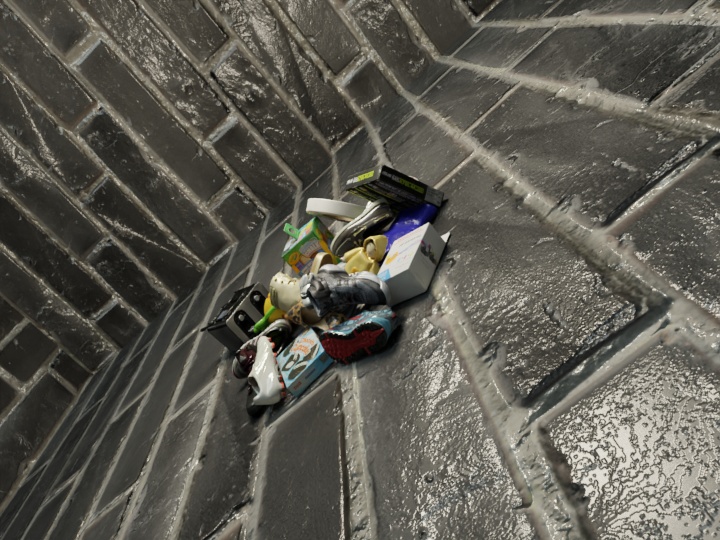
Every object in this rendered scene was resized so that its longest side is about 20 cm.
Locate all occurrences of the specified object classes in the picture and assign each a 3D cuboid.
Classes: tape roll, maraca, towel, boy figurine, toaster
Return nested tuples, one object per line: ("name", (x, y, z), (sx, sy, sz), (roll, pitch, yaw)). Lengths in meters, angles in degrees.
("tape roll", (-0.053, -0.161, 1.721), (0.202, 0.199, 0.038), (-171, 92, -68))
("maraca", (-0.219, 0.104, 1.728), (0.200, 0.107, 0.137), (-44, -13, 14))
("towel", (0.095, -0.085, 1.561), (0.147, 0.050, 0.201), (-17, 32, 56))
("boy figurine", (0.000, 0.000, 1.491), (0.200, 0.125, 0.064), (-48, -29, 25))
("toaster", (-0.375, 0.148, 1.951), (0.198, 0.119, 0.182), (-18, 30, 52))

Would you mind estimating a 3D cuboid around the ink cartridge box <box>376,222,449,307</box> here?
("ink cartridge box", (0.113, -0.026, 1.359), (0.114, 0.068, 0.201), (-27, 24, 41))

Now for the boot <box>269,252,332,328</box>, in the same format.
("boot", (-0.154, 0.029, 1.576), (0.072, 0.154, 0.204), (-14, -56, -52))

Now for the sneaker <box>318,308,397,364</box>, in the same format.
("sneaker", (0.001, 0.130, 1.279), (0.198, 0.080, 0.095), (-18, 15, 42))

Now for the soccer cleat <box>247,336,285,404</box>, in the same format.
("soccer cleat", (-0.226, 0.226, 1.436), (0.076, 0.070, 0.201), (-11, 38, -12))

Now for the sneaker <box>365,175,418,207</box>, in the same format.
("sneaker", (0.089, -0.195, 1.783), (0.199, 0.077, 0.085), (-42, 23, 6))

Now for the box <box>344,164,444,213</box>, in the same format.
("box", (0.085, -0.204, 1.616), (0.192, 0.197, 0.049), (1, 72, 64))

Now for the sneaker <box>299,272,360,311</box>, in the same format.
("sneaker", (-0.041, 0.054, 1.414), (0.195, 0.076, 0.082), (-3, 50, -5))

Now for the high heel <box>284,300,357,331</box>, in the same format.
("high heel", (-0.109, 0.121, 1.446), (0.196, 0.073, 0.143), (-11, 26, 21))

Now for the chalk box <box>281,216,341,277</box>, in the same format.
("chalk box", (-0.137, -0.060, 1.762), (0.123, 0.200, 0.125), (-37, 19, 17))

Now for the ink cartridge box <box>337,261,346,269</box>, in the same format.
("ink cartridge box", (-0.073, 0.042, 1.638), (0.199, 0.050, 0.109), (-39, 18, 13))

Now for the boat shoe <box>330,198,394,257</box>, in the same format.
("boat shoe", (0.004, -0.100, 1.627), (0.201, 0.071, 0.061), (-42, 61, 16))

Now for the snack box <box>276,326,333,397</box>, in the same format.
("snack box", (-0.131, 0.203, 1.428), (0.116, 0.037, 0.200), (-44, 17, -3))

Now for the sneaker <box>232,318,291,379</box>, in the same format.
("sneaker", (-0.258, 0.208, 1.633), (0.199, 0.074, 0.087), (-42, 11, -9))

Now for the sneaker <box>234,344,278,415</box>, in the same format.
("sneaker", (-0.266, 0.250, 1.490), (0.075, 0.116, 0.201), (-37, 19, 17))

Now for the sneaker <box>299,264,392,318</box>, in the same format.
("sneaker", (-0.035, 0.055, 1.298), (0.197, 0.077, 0.114), (15, 43, 36))
